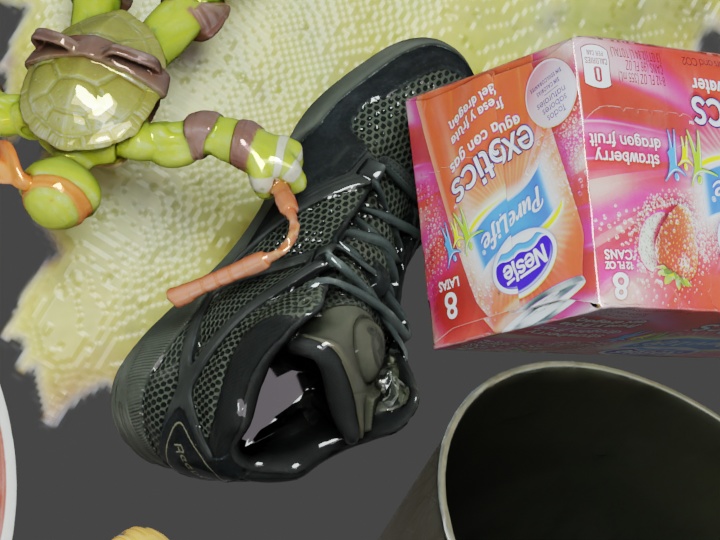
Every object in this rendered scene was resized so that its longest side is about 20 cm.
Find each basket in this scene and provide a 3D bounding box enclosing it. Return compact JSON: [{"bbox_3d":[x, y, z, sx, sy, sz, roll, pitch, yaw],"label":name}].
[{"bbox_3d":[0.056,0.145,0.842,0.180,0.200,0.136,37,50,-7],"label":"basket"}]

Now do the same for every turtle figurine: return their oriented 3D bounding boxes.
[{"bbox_3d":[-0.104,-0.076,0.922,0.200,0.064,0.162,7,59,20],"label":"turtle figurine"}]

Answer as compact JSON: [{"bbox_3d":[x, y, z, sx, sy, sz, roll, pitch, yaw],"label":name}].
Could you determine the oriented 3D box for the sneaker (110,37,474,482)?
[{"bbox_3d":[0.000,0.000,0.912,0.200,0.114,0.076,-51,123,-16],"label":"sneaker"}]

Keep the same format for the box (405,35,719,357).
[{"bbox_3d":[0.123,-0.022,0.921,0.200,0.095,0.100,3,77,-39],"label":"box"}]

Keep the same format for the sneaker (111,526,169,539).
[{"bbox_3d":[-0.130,0.180,0.874,0.200,0.075,0.088,-35,88,-16],"label":"sneaker"}]

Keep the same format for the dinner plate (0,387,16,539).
[{"bbox_3d":[-0.200,0.052,0.857,0.200,0.024,0.201,37,39,-38],"label":"dinner plate"}]
